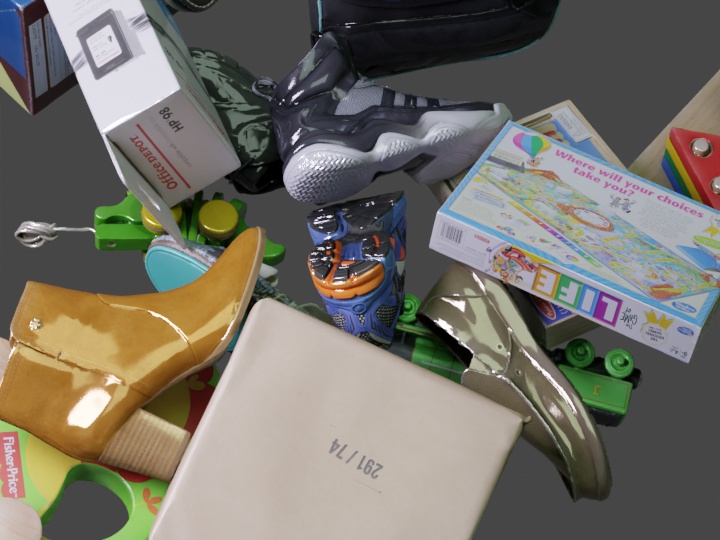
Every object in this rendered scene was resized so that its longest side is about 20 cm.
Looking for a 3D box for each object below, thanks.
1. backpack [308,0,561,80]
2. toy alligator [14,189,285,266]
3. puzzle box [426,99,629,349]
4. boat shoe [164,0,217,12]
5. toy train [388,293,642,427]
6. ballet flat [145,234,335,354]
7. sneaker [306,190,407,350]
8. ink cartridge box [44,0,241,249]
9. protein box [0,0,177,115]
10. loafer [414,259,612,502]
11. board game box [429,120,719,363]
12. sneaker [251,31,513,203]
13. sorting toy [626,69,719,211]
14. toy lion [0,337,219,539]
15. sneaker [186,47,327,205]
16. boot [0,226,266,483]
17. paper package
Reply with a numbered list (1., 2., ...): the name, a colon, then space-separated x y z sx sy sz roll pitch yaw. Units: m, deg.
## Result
1. backpack: 0.057 -0.250 1.654 0.198 0.177 0.154 -3 42 3
2. toy alligator: -0.153 -0.037 1.574 0.198 0.060 0.055 6 55 -2
3. puzzle box: 0.147 -0.038 1.591 0.132 0.026 0.200 -23 49 -13
4. boat shoe: -0.088 -0.284 1.596 0.065 0.073 0.201 29 96 48
5. toy train: 0.105 0.067 1.546 0.198 0.042 0.057 14 68 3
6. ballet flat: -0.066 0.035 1.540 0.200 0.074 0.074 40 62 13
7. sneaker: 0.000 0.000 1.530 0.075 0.079 0.200 -8 20 11
8. ink cartridge box: -0.152 -0.127 1.522 0.066 0.116 0.201 -30 58 5
9. protein box: -0.248 -0.272 1.667 0.200 0.135 0.198 -39 69 -25
10. loafer: 0.106 0.083 1.490 0.067 0.076 0.201 -30 69 -5
11. board game box: 0.165 -0.023 1.503 0.199 0.034 0.135 25 41 14
12. sneaker: 0.016 -0.123 1.576 0.199 0.076 0.114 -14 66 -31
13. sorting toy: 0.324 -0.073 1.635 0.198 0.070 0.200 36 62 17
14. toy lion: -0.183 0.119 1.479 0.190 0.069 0.201 -2 58 -16
15. sneaker: -0.096 -0.107 1.617 0.198 0.076 0.091 13 62 4
16. boot: -0.158 0.033 1.448 0.143 0.071 0.202 25 70 -5
17. paper package: -0.019 0.146 1.410 0.199 0.104 0.192 25 73 -2
